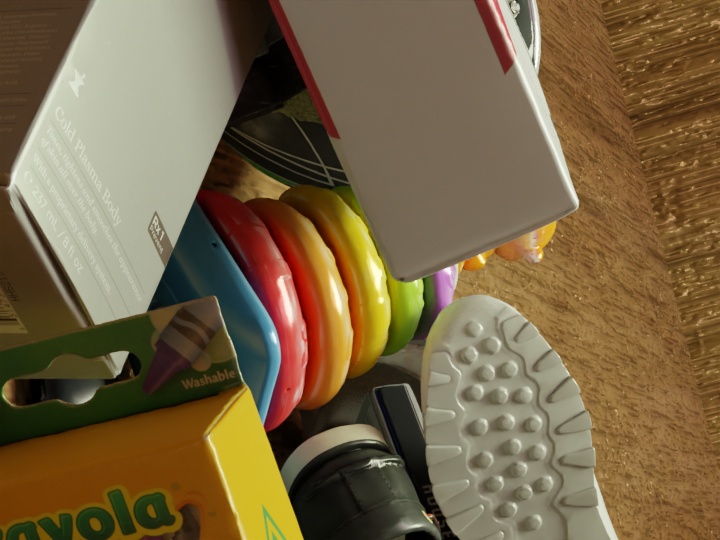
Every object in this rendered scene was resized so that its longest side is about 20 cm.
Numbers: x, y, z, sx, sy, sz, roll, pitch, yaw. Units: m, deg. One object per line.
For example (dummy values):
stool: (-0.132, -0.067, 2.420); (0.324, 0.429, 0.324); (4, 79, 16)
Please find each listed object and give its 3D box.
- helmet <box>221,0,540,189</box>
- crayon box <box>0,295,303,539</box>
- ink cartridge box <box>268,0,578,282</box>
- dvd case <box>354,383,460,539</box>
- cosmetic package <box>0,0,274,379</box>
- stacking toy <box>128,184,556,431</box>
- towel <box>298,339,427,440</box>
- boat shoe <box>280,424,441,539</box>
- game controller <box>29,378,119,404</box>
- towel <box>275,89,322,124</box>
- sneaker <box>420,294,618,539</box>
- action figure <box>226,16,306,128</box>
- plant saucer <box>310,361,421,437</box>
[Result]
helmet: (-0.002, -0.128, 1.478); (0.191, 0.200, 0.200); (-58, 131, -68)
crayon box: (-0.079, 0.121, 1.004); (0.052, 0.125, 0.200); (-51, 124, -66)
ink cartridge box: (0.018, -0.105, 1.215); (0.200, 0.083, 0.145); (-97, 162, -68)
dvd case: (0.029, 0.175, 1.355); (0.150, 0.025, 0.200); (110, -34, -54)
cosmetic package: (-0.110, -0.066, 1.081); (0.107, 0.090, 0.200); (63, 37, -42)
stacking toy: (0.000, 0.000, 1.275); (0.116, 0.200, 0.110); (56, -31, 28)
towel: (0.041, 0.120, 1.473); (0.200, 0.032, 0.191); (6, -62, 60)
boat shoe: (-0.007, 0.153, 1.296); (0.063, 0.074, 0.202); (58, -24, 33)
game controller: (-0.088, 0.103, 1.215); (0.200, 0.042, 0.104); (59, 6, -52)
towel: (-0.063, -0.164, 1.362); (0.036, 0.148, 0.200); (-29, 115, -48)
sneaker: (0.070, 0.096, 1.299); (0.081, 0.076, 0.200); (-116, -175, -67)
action figure: (-0.081, -0.162, 1.276); (0.130, 0.069, 0.200); (-41, 113, -70)
plant saucer: (0.029, 0.142, 1.446); (0.200, 0.032, 0.200); (43, -34, 38)
